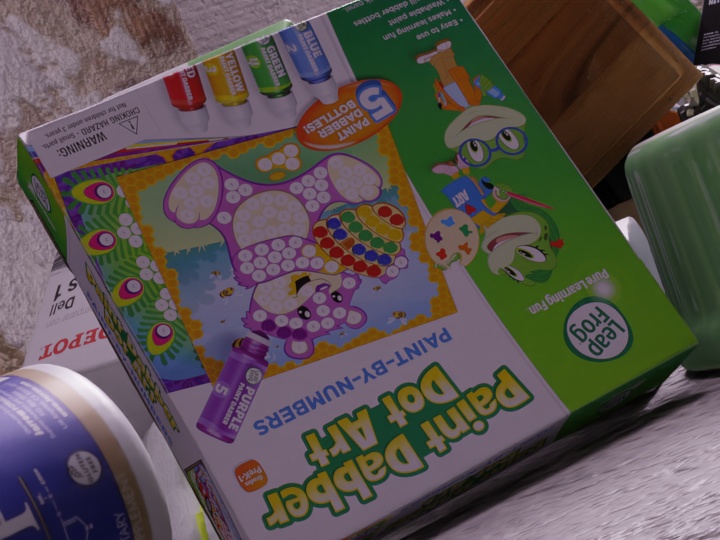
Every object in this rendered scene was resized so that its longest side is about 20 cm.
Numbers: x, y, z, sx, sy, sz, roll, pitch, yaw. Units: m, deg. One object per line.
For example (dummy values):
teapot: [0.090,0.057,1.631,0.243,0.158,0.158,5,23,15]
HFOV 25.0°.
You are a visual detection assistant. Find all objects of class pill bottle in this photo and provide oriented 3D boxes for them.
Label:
pill bottle: [-0.183,0.123,0.625,0.200,0.120,0.119,-24,-1,-42]

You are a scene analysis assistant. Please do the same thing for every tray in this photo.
tray: [0.049,-0.051,0.740,0.200,0.099,0.037,-46,7,6]

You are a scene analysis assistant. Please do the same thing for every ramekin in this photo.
ramekin: [0.211,-0.041,0.692,0.199,0.098,0.200,-24,-1,0]

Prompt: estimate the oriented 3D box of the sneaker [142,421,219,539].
sneaker: [-0.032,0.093,0.744,0.105,0.076,0.200,-6,-5,-24]

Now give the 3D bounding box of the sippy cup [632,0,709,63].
sippy cup: [0.146,-0.136,1.025,0.130,0.140,0.178,-48,-33,13]

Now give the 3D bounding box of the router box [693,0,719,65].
router box: [0.314,-0.122,0.912,0.157,0.053,0.200,20,-14,-35]

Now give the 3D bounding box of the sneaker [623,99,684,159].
sneaker: [0.187,-0.061,1.152,0.092,0.075,0.200,-77,10,-45]

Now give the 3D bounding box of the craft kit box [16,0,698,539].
craft kit box: [-0.003,-0.003,0.637,0.199,0.198,0.049,-26,-16,-22]

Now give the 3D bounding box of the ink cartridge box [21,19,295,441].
ink cartridge box: [-0.082,-0.012,0.847,0.146,0.084,0.201,-18,46,33]

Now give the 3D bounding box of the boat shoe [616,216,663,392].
boat shoe: [0.108,0.026,0.774,0.070,0.071,0.200,-21,7,19]

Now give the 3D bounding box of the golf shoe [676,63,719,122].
golf shoe: [0.222,-0.080,0.884,0.088,0.078,0.200,-15,-1,9]

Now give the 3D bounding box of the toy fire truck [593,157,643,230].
toy fire truck: [0.096,0.013,1.068,0.176,0.129,0.200,-24,-11,-48]
